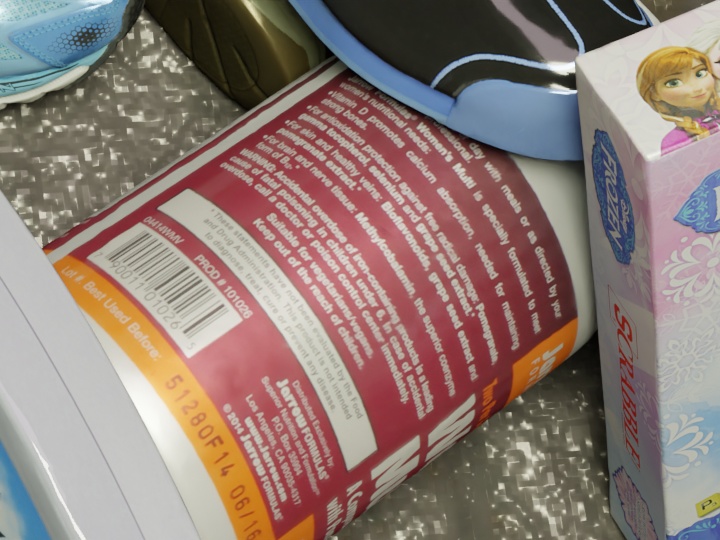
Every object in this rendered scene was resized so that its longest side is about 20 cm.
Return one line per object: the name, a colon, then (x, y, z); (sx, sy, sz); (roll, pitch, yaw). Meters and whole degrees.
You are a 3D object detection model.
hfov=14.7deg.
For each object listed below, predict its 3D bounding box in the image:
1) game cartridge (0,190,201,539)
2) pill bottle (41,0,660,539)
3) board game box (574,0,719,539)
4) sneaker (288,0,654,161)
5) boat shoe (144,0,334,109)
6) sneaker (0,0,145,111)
game cartridge: (-0.103, 0.051, 0.721); (0.040, 0.133, 0.200); (-22, 75, -39)
pill bottle: (0.000, 0.000, 0.777); (0.200, 0.110, 0.110); (-35, 80, -22)
board game box: (0.159, -0.015, 0.756); (0.200, 0.200, 0.041); (-24, 52, -10)
sneaker: (0.006, -0.112, 0.740); (0.200, 0.078, 0.070); (40, 53, 19)
boat shoe: (-0.064, -0.142, 0.842); (0.066, 0.072, 0.201); (-34, 85, -28)
sneaker: (-0.157, -0.107, 0.792); (0.200, 0.090, 0.079); (18, 66, -6)
